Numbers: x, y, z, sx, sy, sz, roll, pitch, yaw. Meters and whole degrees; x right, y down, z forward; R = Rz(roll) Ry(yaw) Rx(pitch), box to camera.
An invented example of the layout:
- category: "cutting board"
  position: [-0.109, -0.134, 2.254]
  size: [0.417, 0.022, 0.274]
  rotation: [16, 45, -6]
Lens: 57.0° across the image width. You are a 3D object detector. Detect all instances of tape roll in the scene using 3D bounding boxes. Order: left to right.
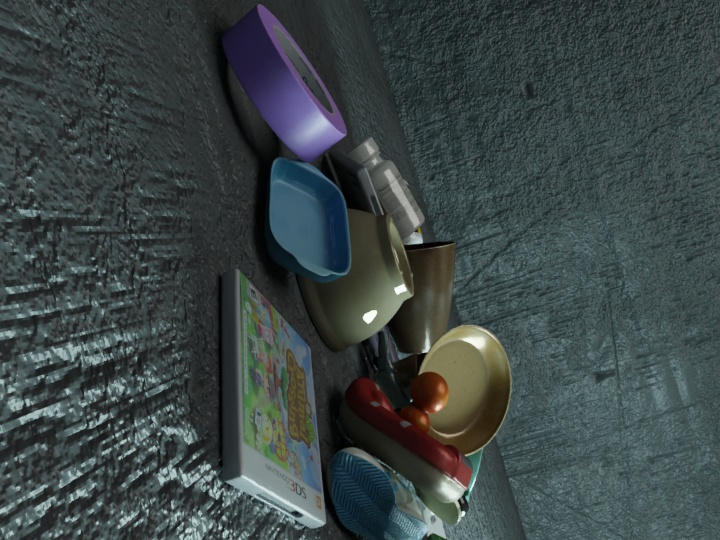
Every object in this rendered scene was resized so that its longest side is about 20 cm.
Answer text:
- category: "tape roll"
  position: [-0.099, -0.250, 0.893]
  size: [0.202, 0.065, 0.201]
  rotation: [52, 14, -18]

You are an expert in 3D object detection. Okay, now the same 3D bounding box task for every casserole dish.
- category: "casserole dish"
  position: [-0.071, -0.061, 0.838]
  size: [0.119, 0.039, 0.204]
  rotation: [24, 38, -27]

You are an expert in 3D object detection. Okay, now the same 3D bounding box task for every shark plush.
- category: "shark plush"
  position: [0.063, 0.202, 1.074]
  size: [0.091, 0.081, 0.206]
  rotation: [47, 29, -62]

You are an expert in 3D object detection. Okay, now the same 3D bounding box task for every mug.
- category: "mug"
  position: [0.137, 0.299, 1.120]
  size: [0.185, 0.111, 0.157]
  rotation: [108, -3, -86]

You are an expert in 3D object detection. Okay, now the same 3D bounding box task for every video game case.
- category: "video game case"
  position: [-0.084, 0.129, 0.655]
  size: [0.183, 0.021, 0.205]
  rotation: [57, 20, -53]
- category: "video game case"
  position: [0.006, -0.119, 1.204]
  size: [0.186, 0.022, 0.200]
  rotation: [68, -8, -24]
- category: "video game case"
  position: [0.033, 0.130, 1.190]
  size: [0.144, 0.018, 0.204]
  rotation: [-84, 154, -61]

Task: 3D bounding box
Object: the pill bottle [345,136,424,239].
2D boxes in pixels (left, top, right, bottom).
- category: "pill bottle"
  position: [0.037, -0.159, 1.348]
  size: [0.203, 0.112, 0.115]
  rotation: [58, 15, -9]

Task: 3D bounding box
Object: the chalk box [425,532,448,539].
- category: "chalk box"
  position: [0.099, 0.408, 0.770]
  size: [0.196, 0.125, 0.125]
  rotation: [27, 26, -11]

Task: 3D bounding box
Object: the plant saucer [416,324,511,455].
- category: "plant saucer"
  position: [0.155, 0.187, 1.046]
  size: [0.035, 0.197, 0.205]
  rotation: [5, -60, 59]

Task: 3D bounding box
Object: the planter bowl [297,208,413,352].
- category: "planter bowl"
  position: [0.000, -0.001, 0.953]
  size: [0.200, 0.131, 0.207]
  rotation: [-18, 90, -77]

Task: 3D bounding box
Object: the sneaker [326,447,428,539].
- category: "sneaker"
  position: [0.010, 0.268, 0.802]
  size: [0.202, 0.076, 0.081]
  rotation: [57, -4, -40]

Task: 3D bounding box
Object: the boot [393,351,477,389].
- category: "boot"
  position: [0.150, 0.196, 1.189]
  size: [0.200, 0.161, 0.075]
  rotation: [47, 36, -59]

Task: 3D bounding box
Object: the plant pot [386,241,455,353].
- category: "plant pot"
  position: [0.109, 0.055, 1.328]
  size: [0.187, 0.180, 0.207]
  rotation: [-32, 116, -77]

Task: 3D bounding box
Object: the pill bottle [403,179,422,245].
- category: "pill bottle"
  position: [0.078, -0.092, 1.480]
  size: [0.111, 0.108, 0.206]
  rotation: [38, 36, -68]

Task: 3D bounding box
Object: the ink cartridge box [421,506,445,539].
- category: "ink cartridge box"
  position: [0.093, 0.438, 0.923]
  size: [0.116, 0.065, 0.206]
  rotation: [32, 42, -71]

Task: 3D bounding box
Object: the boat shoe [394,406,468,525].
- category: "boat shoe"
  position: [0.090, 0.268, 0.939]
  size: [0.201, 0.062, 0.076]
  rotation: [43, -45, 45]

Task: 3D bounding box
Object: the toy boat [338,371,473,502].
- category: "toy boat"
  position: [0.068, 0.191, 0.850]
  size: [0.197, 0.133, 0.131]
  rotation: [24, -15, 39]
